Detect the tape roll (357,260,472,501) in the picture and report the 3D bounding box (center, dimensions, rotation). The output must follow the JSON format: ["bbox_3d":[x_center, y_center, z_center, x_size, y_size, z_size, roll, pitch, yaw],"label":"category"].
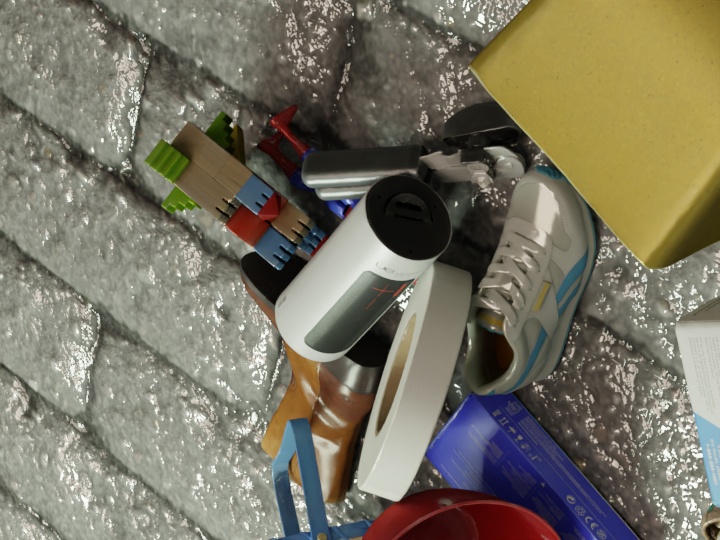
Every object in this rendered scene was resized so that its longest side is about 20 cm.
[{"bbox_3d":[0.044,0.091,1.468,0.037,0.203,0.204,18,125,-3],"label":"tape roll"}]

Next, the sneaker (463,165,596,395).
[{"bbox_3d":[0.133,0.013,1.430,0.076,0.080,0.202,27,122,35],"label":"sneaker"}]

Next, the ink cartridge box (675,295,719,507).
[{"bbox_3d":[0.341,0.091,1.263,0.199,0.086,0.148,-4,104,43],"label":"ink cartridge box"}]

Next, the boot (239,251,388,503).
[{"bbox_3d":[-0.060,0.099,1.679,0.188,0.068,0.201,36,136,18],"label":"boot"}]

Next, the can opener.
[{"bbox_3d":[0.047,-0.093,1.471,0.198,0.053,0.067,-7,63,26],"label":"can opener"}]

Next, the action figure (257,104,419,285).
[{"bbox_3d":[-0.005,-0.059,1.555,0.200,0.052,0.066,49,139,11],"label":"action figure"}]

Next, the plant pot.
[{"bbox_3d":[0.235,-0.155,1.197,0.196,0.194,0.200,49,127,16],"label":"plant pot"}]

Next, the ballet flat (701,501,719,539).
[{"bbox_3d":[0.330,0.257,1.355,0.200,0.067,0.068,51,134,14],"label":"ballet flat"}]

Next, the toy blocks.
[{"bbox_3d":[-0.097,-0.056,1.560,0.136,0.200,0.100,39,90,14],"label":"toy blocks"}]

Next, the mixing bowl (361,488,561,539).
[{"bbox_3d":[0.069,0.260,1.479,0.108,0.198,0.202,-133,38,-62],"label":"mixing bowl"}]

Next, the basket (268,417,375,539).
[{"bbox_3d":[-0.047,0.248,1.596,0.177,0.138,0.202,106,157,-67],"label":"basket"}]

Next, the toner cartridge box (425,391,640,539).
[{"bbox_3d":[0.149,0.199,1.518,0.200,0.043,0.095,50,135,17],"label":"toner cartridge box"}]

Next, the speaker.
[{"bbox_3d":[0.000,0.000,1.494,0.082,0.081,0.200,56,143,10],"label":"speaker"}]
